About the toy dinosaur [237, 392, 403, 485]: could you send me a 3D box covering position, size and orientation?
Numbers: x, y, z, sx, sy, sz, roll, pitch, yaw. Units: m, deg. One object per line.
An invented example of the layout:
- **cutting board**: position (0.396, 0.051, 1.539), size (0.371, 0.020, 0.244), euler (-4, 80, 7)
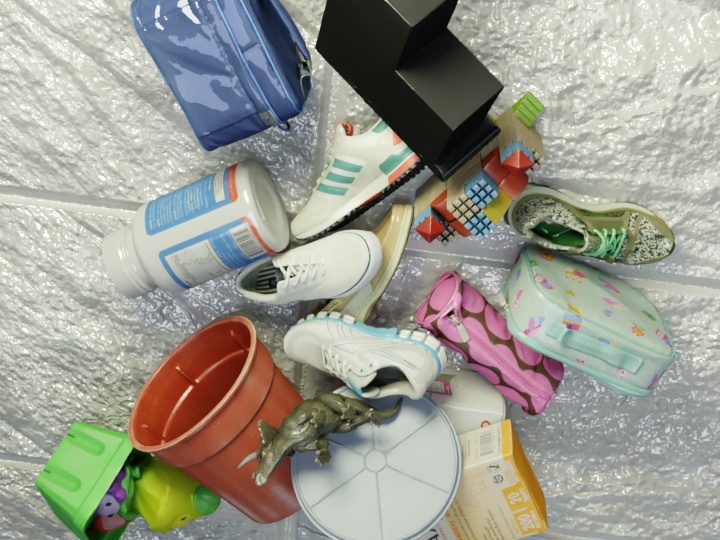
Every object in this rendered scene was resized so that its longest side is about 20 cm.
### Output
- **toy dinosaur**: position (-0.043, 0.168, 1.283), size (0.199, 0.102, 0.077), euler (-31, 113, -28)

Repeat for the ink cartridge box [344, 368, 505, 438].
- **ink cartridge box**: position (0.073, 0.199, 1.420), size (0.199, 0.085, 0.145), euler (9, 119, 1)

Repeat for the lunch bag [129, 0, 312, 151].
- **lunch bag**: position (-0.129, -0.229, 1.179), size (0.132, 0.136, 0.201), euler (-22, 115, 15)

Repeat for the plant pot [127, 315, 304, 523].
- **plant pot**: position (-0.144, 0.194, 1.384), size (0.200, 0.201, 0.195), euler (-32, 120, 19)

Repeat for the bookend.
- **bookend**: position (0.064, -0.220, 1.097), size (0.092, 0.200, 0.199), euler (-41, 82, -19)

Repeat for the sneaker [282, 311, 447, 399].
- **sneaker**: position (-0.006, 0.105, 1.305), size (0.199, 0.087, 0.075), euler (6, 127, 21)

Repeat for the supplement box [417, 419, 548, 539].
- **supplement box**: position (0.111, 0.276, 1.369), size (0.199, 0.074, 0.126), euler (-21, 114, 15)

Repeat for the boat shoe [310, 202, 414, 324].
- **boat shoe**: position (0.000, 0.000, 1.325), size (0.066, 0.074, 0.201), euler (24, 118, -7)

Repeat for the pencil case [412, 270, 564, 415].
- **pencil case**: position (0.158, 0.092, 1.350), size (0.200, 0.094, 0.091), euler (37, 88, -16)

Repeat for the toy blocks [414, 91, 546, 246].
- **toy blocks**: position (0.129, -0.090, 1.233), size (0.100, 0.137, 0.200), euler (42, 113, -17)

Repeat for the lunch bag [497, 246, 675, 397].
- **lunch bag**: position (0.254, 0.058, 1.289), size (0.199, 0.161, 0.077), euler (23, 117, -9)

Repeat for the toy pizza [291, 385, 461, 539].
- **toy pizza**: position (0.018, 0.225, 1.316), size (0.199, 0.201, 0.032), euler (-3, 156, 6)

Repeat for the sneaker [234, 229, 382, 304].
- **sneaker**: position (-0.062, 0.004, 1.290), size (0.199, 0.071, 0.073), euler (-21, 81, 40)

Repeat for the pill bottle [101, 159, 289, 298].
- **pill bottle**: position (-0.191, -0.041, 1.298), size (0.199, 0.112, 0.113), euler (-21, 115, 15)

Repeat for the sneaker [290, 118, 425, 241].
- **sneaker**: position (-0.012, -0.114, 1.281), size (0.199, 0.070, 0.094), euler (-34, 85, 28)

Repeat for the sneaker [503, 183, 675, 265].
- **sneaker**: position (0.261, -0.035, 1.280), size (0.199, 0.089, 0.077), euler (11, 118, -2)

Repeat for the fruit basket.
- **fruit basket**: position (-0.287, 0.290, 1.431), size (0.215, 0.156, 0.216), euler (25, 154, 13)
